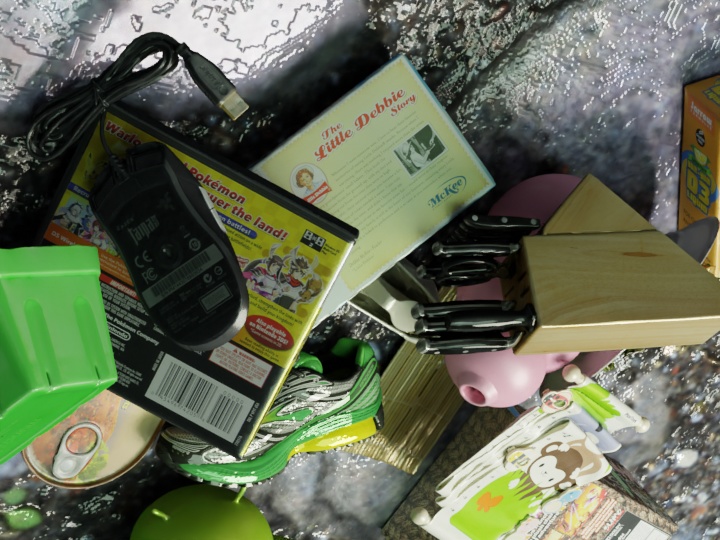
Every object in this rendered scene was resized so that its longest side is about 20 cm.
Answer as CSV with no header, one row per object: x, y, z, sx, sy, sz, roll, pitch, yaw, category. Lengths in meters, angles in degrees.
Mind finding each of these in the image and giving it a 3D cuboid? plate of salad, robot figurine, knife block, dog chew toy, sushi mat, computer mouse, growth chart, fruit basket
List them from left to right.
-0.284,0.027,1.202,0.217,0.215,0.155,-60,156,16,fruit basket
-0.116,-0.057,1.219,0.140,0.201,0.046,-38,176,15,computer mouse
-0.124,0.256,1.448,0.174,0.116,0.202,-14,125,-23,robot figurine
0.064,0.077,1.509,0.095,0.012,0.201,24,105,-37,sushi mat
0.130,0.021,1.402,0.201,0.123,0.125,-57,140,-33,dog chew toy
0.135,0.158,1.442,0.200,0.018,0.144,-44,136,19,growth chart
0.142,0.029,1.308,0.176,0.200,0.064,-50,177,-24,knife block
0.219,0.036,1.466,0.048,0.200,0.200,43,95,-5,plate of salad

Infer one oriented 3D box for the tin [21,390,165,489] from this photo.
-0.180,0.068,1.347,0.111,0.042,0.201,22,106,-34,tin

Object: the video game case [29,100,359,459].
-0.128,0.006,1.268,0.199,0.026,0.182,28,103,-2,video game case

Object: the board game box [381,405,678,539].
0.148,0.225,1.598,0.199,0.097,0.160,31,101,-40,board game box

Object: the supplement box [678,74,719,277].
0.305,-0.061,1.525,0.068,0.067,0.202,-15,125,-17,supplement box

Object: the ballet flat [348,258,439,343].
0.000,0.000,1.388,0.070,0.069,0.199,-50,130,7,ballet flat

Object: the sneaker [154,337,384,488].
-0.072,0.103,1.415,0.199,0.078,0.086,-20,120,-32,sneaker

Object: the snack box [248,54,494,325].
-0.016,-0.048,1.315,0.199,0.037,0.117,-37,96,-7,snack box
